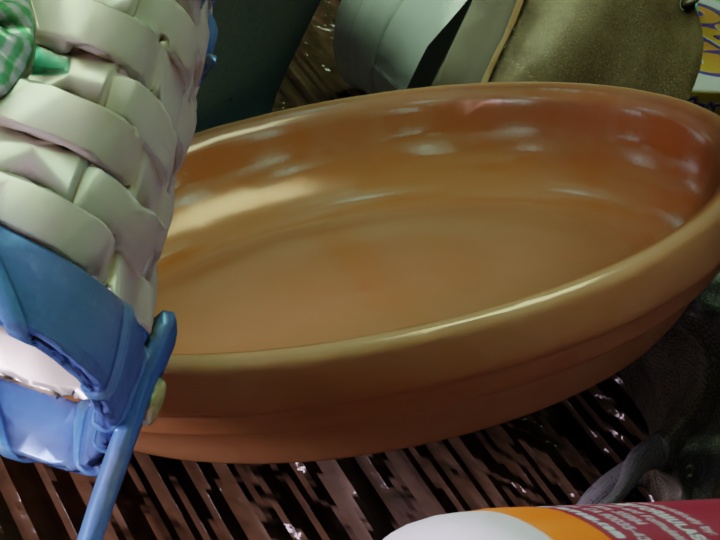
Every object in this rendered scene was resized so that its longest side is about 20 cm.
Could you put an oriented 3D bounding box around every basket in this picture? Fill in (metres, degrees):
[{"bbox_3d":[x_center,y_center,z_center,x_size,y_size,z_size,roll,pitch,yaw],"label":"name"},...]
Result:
[{"bbox_3d":[-0.121,0.001,0.551,0.175,0.201,0.139,18,-12,2],"label":"basket"}]

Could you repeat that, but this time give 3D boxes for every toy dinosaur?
[{"bbox_3d":[0.102,0.009,0.792,0.102,0.077,0.200,17,26,-12],"label":"toy dinosaur"}]

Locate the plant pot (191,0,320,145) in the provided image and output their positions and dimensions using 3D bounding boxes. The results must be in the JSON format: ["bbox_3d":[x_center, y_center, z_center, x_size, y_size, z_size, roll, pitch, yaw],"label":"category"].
[{"bbox_3d":[-0.081,-0.130,0.834,0.199,0.189,0.200,8,20,-3],"label":"plant pot"}]

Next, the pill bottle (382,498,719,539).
[{"bbox_3d":[0.096,0.098,0.546,0.199,0.114,0.113,1,27,-30],"label":"pill bottle"}]

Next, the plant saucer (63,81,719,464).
[{"bbox_3d":[0.000,0.000,0.724,0.199,0.038,0.200,-10,18,3],"label":"plant saucer"}]

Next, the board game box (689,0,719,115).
[{"bbox_3d":[0.134,-0.073,1.053,0.199,0.030,0.096,-2,29,-29],"label":"board game box"}]

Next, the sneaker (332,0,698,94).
[{"bbox_3d":[0.090,-0.102,0.979,0.200,0.075,0.088,-38,54,-21],"label":"sneaker"}]

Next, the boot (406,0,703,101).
[{"bbox_3d":[0.078,-0.098,0.911,0.075,0.201,0.074,28,-17,-6],"label":"boot"}]
